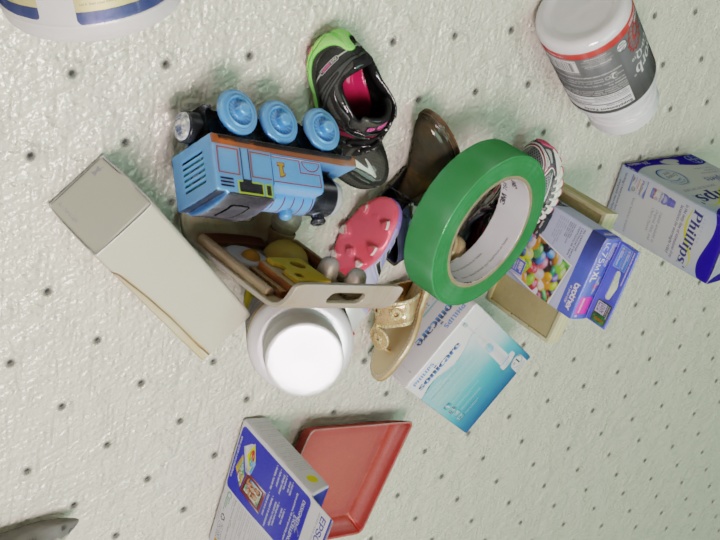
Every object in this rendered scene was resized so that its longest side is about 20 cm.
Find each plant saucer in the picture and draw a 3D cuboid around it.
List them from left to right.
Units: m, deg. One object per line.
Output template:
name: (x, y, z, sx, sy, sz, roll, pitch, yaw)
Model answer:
plant saucer: (-0.040, 0.286, 1.477, 0.200, 0.037, 0.200, 3, 118, -46)

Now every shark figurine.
shark figurine: (-0.387, 0.299, 1.100, 0.128, 0.214, 0.090, -21, 97, 6)

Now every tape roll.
tape roll: (0.137, -0.055, 1.264, 0.200, 0.048, 0.200, -34, 143, -30)

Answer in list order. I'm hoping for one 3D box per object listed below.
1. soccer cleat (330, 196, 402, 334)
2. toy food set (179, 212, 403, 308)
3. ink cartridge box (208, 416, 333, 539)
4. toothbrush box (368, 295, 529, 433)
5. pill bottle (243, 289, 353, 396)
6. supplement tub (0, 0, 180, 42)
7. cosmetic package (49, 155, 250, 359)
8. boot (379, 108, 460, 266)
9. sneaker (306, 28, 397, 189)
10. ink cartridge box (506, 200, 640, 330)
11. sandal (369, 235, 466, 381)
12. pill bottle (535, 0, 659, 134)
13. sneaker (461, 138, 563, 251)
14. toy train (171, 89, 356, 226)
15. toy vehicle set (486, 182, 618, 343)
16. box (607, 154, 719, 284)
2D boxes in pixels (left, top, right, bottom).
soccer cleat: (0.000, 0.000, 1.275, 0.076, 0.067, 0.200, 1, 121, -54)
toy food set: (-0.071, -0.023, 1.074, 0.143, 0.200, 0.060, 2, 115, -45)
ink cartridge box: (-0.102, 0.315, 1.308, 0.047, 0.200, 0.198, -3, 122, -42)
toothbrush box: (0.126, 0.117, 1.467, 0.146, 0.085, 0.200, -50, 142, 0)
pill bottle: (-0.067, 0.058, 1.130, 0.109, 0.200, 0.109, -2, 107, -7)
supplement tub: (-0.211, -0.284, 0.779, 0.144, 0.144, 0.200, -27, 136, -27)
cosmetic package: (-0.199, -0.008, 1.040, 0.073, 0.104, 0.200, -45, 140, -7)
boot: (0.066, -0.090, 1.257, 0.097, 0.075, 0.200, -35, 141, -23)
sneaker: (-0.004, -0.156, 1.129, 0.077, 0.084, 0.200, -36, 139, -17)
ink cartridge box: (0.259, -0.020, 1.398, 0.042, 0.200, 0.119, -1, 119, -45)
sandal: (0.047, 0.033, 1.352, 0.070, 0.078, 0.212, 30, 95, -30)
pill bottle: (0.298, -0.261, 1.317, 0.116, 0.116, 0.200, -49, 142, -3)
sneaker: (0.192, -0.078, 1.385, 0.075, 0.081, 0.200, 11, 112, -46)
toy train: (-0.094, -0.104, 1.049, 0.200, 0.087, 0.114, 5, 72, -44)
toy vehicle set: (0.257, -0.016, 1.460, 0.027, 0.124, 0.200, -2, 121, -44)
box: (0.501, -0.082, 1.585, 0.184, 0.200, 0.105, -11, 126, -39)
